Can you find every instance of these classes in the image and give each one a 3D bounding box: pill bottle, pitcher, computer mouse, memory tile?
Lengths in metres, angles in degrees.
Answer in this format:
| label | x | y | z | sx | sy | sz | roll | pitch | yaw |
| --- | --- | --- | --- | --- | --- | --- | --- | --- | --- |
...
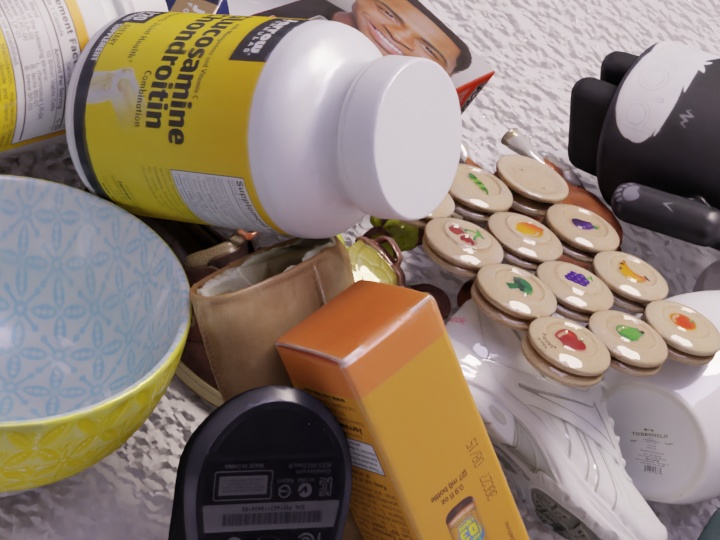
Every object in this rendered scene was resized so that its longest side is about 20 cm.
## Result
| label | x | y | z | sx | sy | sz | roll | pitch | yaw |
| --- | --- | --- | --- | --- | --- | --- | --- | --- | --- |
| pill bottle | -0.050 | -0.076 | 1.032 | 0.198 | 0.113 | 0.112 | 8 | 29 | 35 |
| pitcher | 0.244 | 0.066 | 1.231 | 0.200 | 0.170 | 0.122 | -33 | 116 | -49 |
| pill bottle | -0.207 | -0.118 | 1.087 | 0.199 | 0.113 | 0.113 | -20 | 62 | -35 |
| computer mouse | -0.062 | 0.148 | 0.976 | 0.137 | 0.202 | 0.053 | 5 | 12 | -21 |
| memory tile | 0.111 | -0.005 | 1.162 | 0.152 | 0.017 | 0.200 | -5 | 40 | -40 |

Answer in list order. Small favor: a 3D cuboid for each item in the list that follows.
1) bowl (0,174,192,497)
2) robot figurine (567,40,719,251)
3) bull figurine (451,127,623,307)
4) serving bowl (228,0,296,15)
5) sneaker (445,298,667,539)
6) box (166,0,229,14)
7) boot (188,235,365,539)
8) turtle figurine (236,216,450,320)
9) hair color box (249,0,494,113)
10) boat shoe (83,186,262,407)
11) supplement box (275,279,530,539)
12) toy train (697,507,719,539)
| label | x | y | z | sx | sy | sz | roll | pitch | yaw |
| --- | --- | --- | --- | --- | --- | --- | --- | --- | --- |
| bowl | -0.190 | 0.051 | 1.013 | 0.198 | 0.108 | 0.201 | 7 | 38 | -6 |
| robot figurine | 0.238 | -0.079 | 1.326 | 0.199 | 0.151 | 0.125 | 23 | -7 | 28 |
| bull figurine | 0.098 | -0.033 | 1.291 | 0.199 | 0.065 | 0.122 | -1 | 48 | -54 |
| serving bowl | -0.069 | -0.123 | 1.294 | 0.198 | 0.066 | 0.201 | 17 | 43 | -17 |
| sneaker | 0.122 | 0.088 | 1.148 | 0.200 | 0.078 | 0.100 | 46 | 71 | -18 |
| box | -0.164 | -0.136 | 1.203 | 0.198 | 0.032 | 0.122 | 20 | 64 | 13 |
| boot | 0.002 | 0.075 | 1.057 | 0.175 | 0.066 | 0.202 | -29 | 112 | -44 |
| turtle figurine | 0.000 | 0.000 | 1.166 | 0.201 | 0.064 | 0.161 | 63 | 25 | 1 |
| hair color box | -0.003 | -0.116 | 1.195 | 0.101 | 0.061 | 0.200 | 43 | 27 | 7 |
| boat shoe | -0.089 | 0.009 | 1.150 | 0.200 | 0.072 | 0.072 | 46 | 44 | 14 |
| supplement box | 0.031 | 0.108 | 1.005 | 0.066 | 0.069 | 0.201 | -35 | 115 | -28 |
| toy train | 0.298 | 0.185 | 1.209 | 0.198 | 0.086 | 0.114 | -6 | 44 | -35 |
